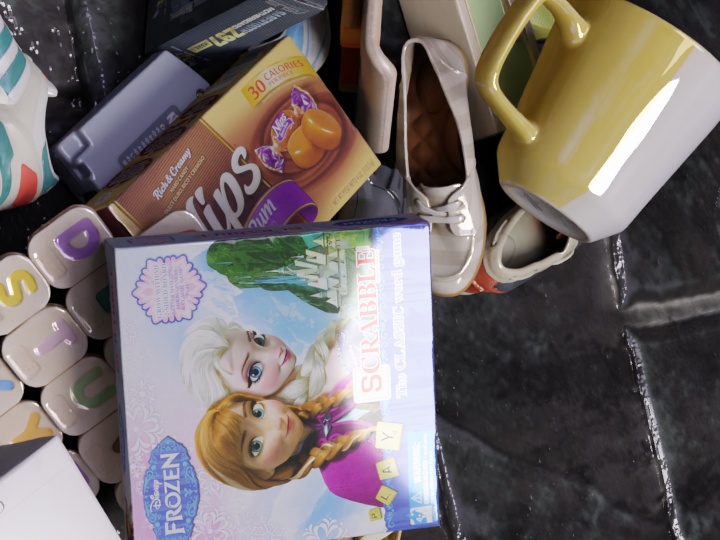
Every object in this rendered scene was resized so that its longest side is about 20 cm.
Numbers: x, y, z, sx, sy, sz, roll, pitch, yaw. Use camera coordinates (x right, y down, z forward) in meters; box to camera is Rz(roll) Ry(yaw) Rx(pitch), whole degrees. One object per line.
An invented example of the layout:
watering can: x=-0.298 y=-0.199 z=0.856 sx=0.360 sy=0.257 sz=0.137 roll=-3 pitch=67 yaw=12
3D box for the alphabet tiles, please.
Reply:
alphabet tiles: x=-0.154 y=0.063 z=1.061 sx=0.195 sy=0.015 sz=0.200 roll=-36 pitch=106 yaw=-4

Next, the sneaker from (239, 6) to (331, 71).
sneaker: x=-0.067 y=-0.238 z=1.227 sx=0.072 sy=0.072 sz=0.200 roll=-2 pitch=80 yaw=-43

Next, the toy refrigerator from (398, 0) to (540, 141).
toy refrigerator: x=0.085 y=-0.205 z=1.343 sx=0.076 sy=0.070 sz=0.200 roll=-18 pitch=92 yaw=-39

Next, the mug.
mug: x=0.165 y=-0.117 z=1.281 sx=0.186 sy=0.149 sz=0.153 roll=34 pitch=85 yaw=-5

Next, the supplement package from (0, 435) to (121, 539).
supplement package: x=-0.196 y=0.215 z=0.993 sx=0.121 sy=0.120 sz=0.200 roll=-38 pitch=104 yaw=-37

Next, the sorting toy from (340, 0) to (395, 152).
sorting toy: x=0.003 y=-0.205 z=1.218 sx=0.036 sy=0.185 sz=0.200 roll=0 pitch=76 yaw=-1

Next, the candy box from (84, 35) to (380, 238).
candy box: x=-0.086 y=-0.053 z=1.138 sx=0.117 sy=0.056 sz=0.200 roll=54 pitch=52 yaw=-17

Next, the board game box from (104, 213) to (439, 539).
board game box: x=-0.052 y=0.072 z=1.058 sx=0.199 sy=0.041 sz=0.200 roll=-6 pitch=101 yaw=-15

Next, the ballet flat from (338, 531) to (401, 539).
ballet flat: x=0.002 y=0.192 z=1.195 sx=0.069 sy=0.063 sz=0.200 roll=20 pitch=69 yaw=-34

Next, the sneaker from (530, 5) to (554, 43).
sneaker: x=0.128 y=-0.284 z=1.382 sx=0.078 sy=0.090 sz=0.200 roll=-24 pitch=97 yaw=-41

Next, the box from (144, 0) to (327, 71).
box: x=-0.082 y=-0.253 z=1.162 sx=0.051 sy=0.158 sz=0.200 roll=15 pitch=71 yaw=-36

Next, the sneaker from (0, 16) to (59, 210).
sneaker: x=-0.245 y=-0.132 z=1.074 sx=0.093 sy=0.070 sz=0.200 roll=-13 pitch=87 yaw=-58

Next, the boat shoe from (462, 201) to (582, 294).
boat shoe: x=0.147 y=-0.037 z=1.363 sx=0.200 sy=0.063 sz=0.071 roll=-30 pitch=98 yaw=-40

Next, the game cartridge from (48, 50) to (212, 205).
game cartridge: x=-0.111 y=-0.045 z=1.174 sx=0.133 sy=0.040 sz=0.200 roll=-47 pitch=110 yaw=-31

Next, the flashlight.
flashlight: x=0.000 y=0.000 z=1.187 sx=0.068 sy=0.068 sz=0.200 roll=34 pitch=30 yaw=-13

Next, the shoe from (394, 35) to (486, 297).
shoe: x=0.054 y=-0.080 z=1.280 sx=0.053 sy=0.070 sz=0.200 roll=16 pitch=69 yaw=-71
